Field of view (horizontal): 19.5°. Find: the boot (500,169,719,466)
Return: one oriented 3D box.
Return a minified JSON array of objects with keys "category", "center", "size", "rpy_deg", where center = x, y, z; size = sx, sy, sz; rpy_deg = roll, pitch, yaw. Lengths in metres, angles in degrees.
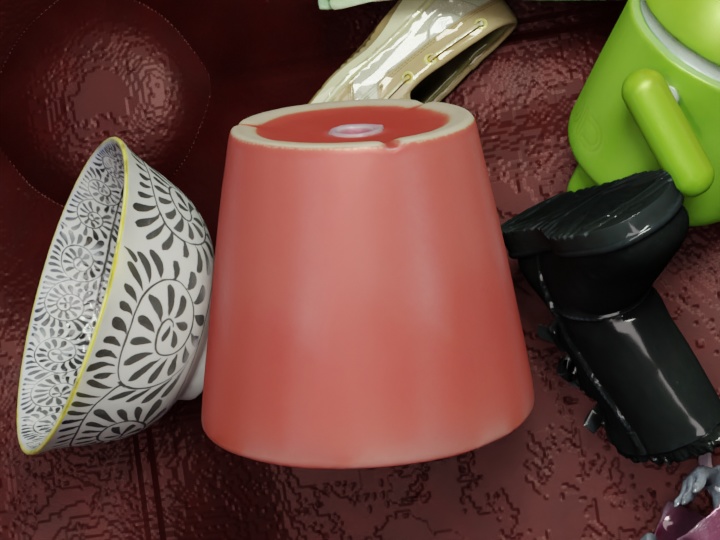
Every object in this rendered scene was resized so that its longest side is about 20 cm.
[{"category":"boot","center":[0.159,0.032,1.192],"size":[0.073,0.198,0.163],"rpy_deg":[-31,97,-16]}]

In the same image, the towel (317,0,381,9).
[{"category":"towel","center":[0.078,-0.223,1.284],"size":[0.199,0.023,0.153],"rpy_deg":[0,58,13]}]

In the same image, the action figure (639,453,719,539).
[{"category":"action figure","center":[0.253,0.206,1.245],"size":[0.200,0.134,0.149],"rpy_deg":[33,52,-1]}]

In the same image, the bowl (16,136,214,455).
[{"category":"bowl","center":[-0.137,0.026,1.292],"size":[0.094,0.201,0.201],"rpy_deg":[15,92,-19]}]

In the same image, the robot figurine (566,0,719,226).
[{"category":"robot figurine","center":[0.195,-0.108,1.217],"size":[0.116,0.175,0.200],"rpy_deg":[36,128,15]}]

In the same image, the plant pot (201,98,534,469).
[{"category":"plant pot","center":[0.000,0.000,1.213],"size":[0.200,0.200,0.178],"rpy_deg":[1,106,12]}]

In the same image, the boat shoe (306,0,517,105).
[{"category":"boat shoe","center":[0.018,-0.101,1.298],"size":[0.066,0.074,0.200],"rpy_deg":[40,96,16]}]
